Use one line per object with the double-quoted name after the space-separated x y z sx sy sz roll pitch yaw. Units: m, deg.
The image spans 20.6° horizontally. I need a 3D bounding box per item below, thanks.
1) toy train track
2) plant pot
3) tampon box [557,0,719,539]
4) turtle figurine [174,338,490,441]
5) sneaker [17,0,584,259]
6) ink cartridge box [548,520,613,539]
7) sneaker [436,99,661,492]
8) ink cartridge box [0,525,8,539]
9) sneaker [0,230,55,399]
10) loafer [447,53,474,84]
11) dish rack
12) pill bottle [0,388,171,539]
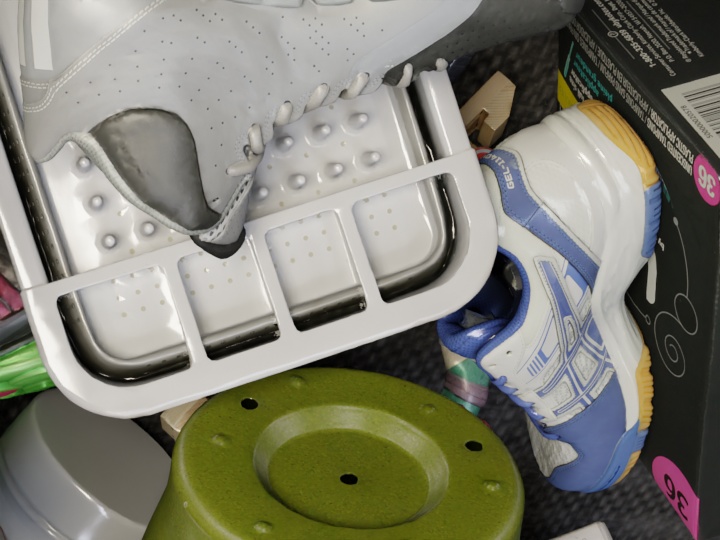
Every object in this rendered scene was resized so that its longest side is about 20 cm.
0.000 0.000 0.800 0.200 0.033 0.115 -45 171 -15 "toy train track"
-0.015 0.148 0.768 0.200 0.200 0.193 -5 124 -21 "plant pot"
0.167 -0.017 0.846 0.126 0.150 0.200 -16 131 -14 "tampon box"
-0.007 0.085 0.889 0.150 0.101 0.200 -7 139 -6 "turtle figurine"
-0.022 -0.062 0.681 0.200 0.075 0.116 0 105 -16 "sneaker"
0.030 0.206 0.995 0.200 0.045 0.176 -18 153 -10 "ink cartridge box"
0.068 0.021 0.818 0.088 0.075 0.200 -23 132 -18 "sneaker"
-0.214 0.030 0.595 0.145 0.147 0.200 -27 125 -12 "ink cartridge box"
-0.136 0.005 0.789 0.200 0.084 0.077 -15 171 3 "sneaker"
-0.014 -0.059 0.801 0.200 0.063 0.072 -54 171 25 "loafer"
-0.055 -0.061 0.723 0.172 0.044 0.200 -18 92 -10 "dish rack"
-0.165 0.149 0.855 0.112 0.112 0.200 28 112 -38 "pill bottle"
